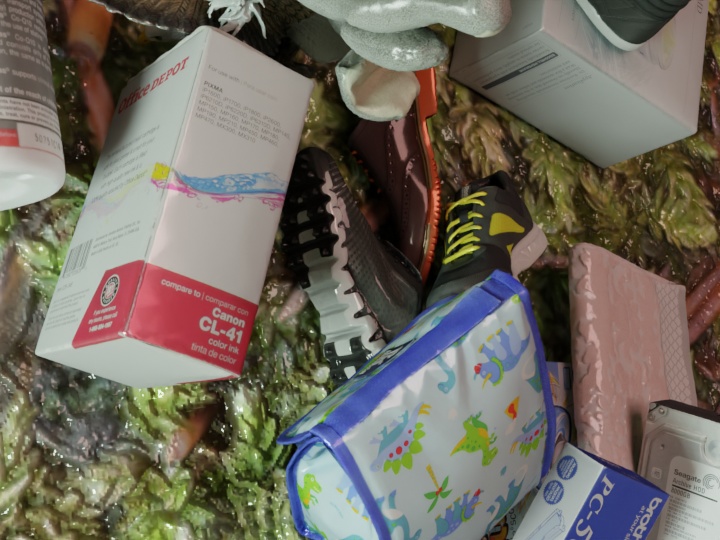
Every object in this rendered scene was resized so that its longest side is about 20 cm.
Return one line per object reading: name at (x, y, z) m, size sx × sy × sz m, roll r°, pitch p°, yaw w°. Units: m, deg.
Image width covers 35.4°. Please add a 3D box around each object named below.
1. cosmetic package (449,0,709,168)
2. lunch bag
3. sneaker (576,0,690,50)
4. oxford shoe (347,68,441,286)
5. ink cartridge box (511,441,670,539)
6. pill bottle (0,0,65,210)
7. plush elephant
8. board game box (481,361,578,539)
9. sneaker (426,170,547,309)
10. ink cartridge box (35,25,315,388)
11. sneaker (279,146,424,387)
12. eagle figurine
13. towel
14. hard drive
cosmetic package at (0.208, -0.234, 1.035) m, size 0.200 × 0.123 × 0.200 m, roll 25°, pitch 64°, yaw -30°
lunch bag at (0.040, 0.108, 0.752) m, size 0.127 × 0.200 × 0.170 m, roll 38°, pitch 63°, yaw 26°
sneaker at (0.188, -0.267, 0.893) m, size 0.200 × 0.099 × 0.071 m, roll 40°, pitch 61°, yaw -14°
oxford shoe at (0.026, -0.084, 0.909) m, size 0.072 × 0.071 × 0.200 m, roll -3°, pitch 86°, yaw -2°
ink cartridge box at (0.146, 0.235, 0.847) m, size 0.094 × 0.044 × 0.200 m, roll 27°, pitch 92°, yaw -40°
pill bottle at (-0.247, -0.142, 0.681) m, size 0.114 × 0.114 × 0.200 m, roll -3°, pitch 80°, yaw -37°
plush elephant at (0.017, -0.190, 0.721) m, size 0.155 × 0.200 × 0.165 m, roll -1°, pitch 73°, yaw -64°
board game box at (0.122, 0.173, 0.917) m, size 0.135 × 0.034 × 0.200 m, roll 5°, pitch 75°, yaw -35°
sneaker at (0.088, -0.020, 0.896) m, size 0.085 × 0.074 × 0.200 m, roll 64°, pitch 26°, yaw -10°
ink cartridge box at (-0.118, -0.033, 0.716) m, size 0.086 × 0.148 × 0.200 m, roll 25°, pitch 70°, yaw -29°
sneaker at (0.000, 0.000, 0.858) m, size 0.090 × 0.066 × 0.200 m, roll -20°, pitch 94°, yaw -41°
eagle figurine at (-0.105, -0.195, 0.780) m, size 0.151 × 0.152 × 0.200 m, roll -45°, pitch 144°, yaw -1°
towel at (0.247, 0.090, 1.009) m, size 0.191 × 0.032 × 0.200 m, roll 16°, pitch 68°, yaw -46°
hard drive at (0.285, 0.219, 0.917) m, size 0.038 × 0.140 × 0.200 m, roll 1°, pitch 101°, yaw -45°
